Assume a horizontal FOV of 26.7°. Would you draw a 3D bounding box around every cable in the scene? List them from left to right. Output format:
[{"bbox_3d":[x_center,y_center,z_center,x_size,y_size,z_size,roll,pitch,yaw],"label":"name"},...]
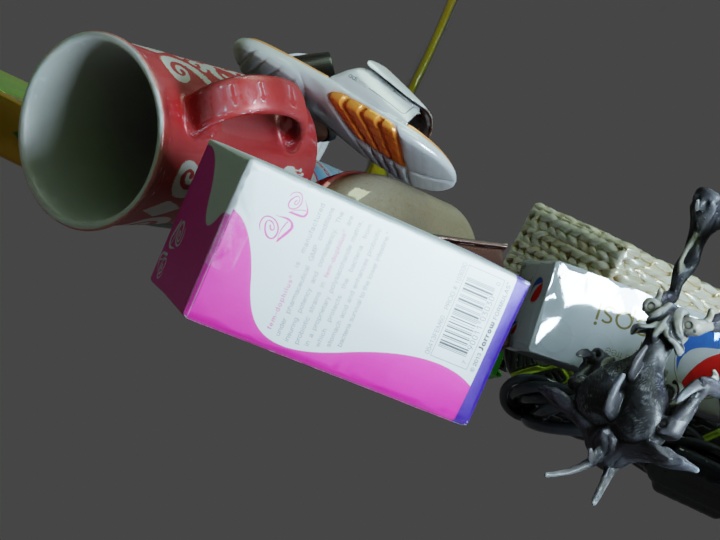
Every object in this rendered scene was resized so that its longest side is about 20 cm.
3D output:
[{"bbox_3d":[0.190,0.113,1.061,0.199,0.051,0.163,23,4,-6],"label":"cable"}]

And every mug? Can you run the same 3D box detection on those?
[{"bbox_3d":[-0.113,-0.087,1.091,0.177,0.134,0.200,19,10,31],"label":"mug"}]

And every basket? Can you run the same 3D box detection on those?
[{"bbox_3d":[0.237,0.057,1.422,0.197,0.162,0.200,24,5,-24],"label":"basket"}]

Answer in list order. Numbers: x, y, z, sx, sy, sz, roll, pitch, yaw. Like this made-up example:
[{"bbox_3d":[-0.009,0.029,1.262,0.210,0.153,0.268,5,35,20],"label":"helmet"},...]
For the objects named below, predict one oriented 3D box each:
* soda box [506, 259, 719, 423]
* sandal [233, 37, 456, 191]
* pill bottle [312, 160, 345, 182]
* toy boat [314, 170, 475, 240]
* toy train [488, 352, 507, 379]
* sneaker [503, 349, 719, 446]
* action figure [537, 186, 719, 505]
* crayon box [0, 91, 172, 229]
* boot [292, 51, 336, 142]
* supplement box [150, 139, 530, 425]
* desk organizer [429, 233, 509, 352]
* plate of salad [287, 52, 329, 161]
[{"bbox_3d":[0.204,0.055,1.086,0.199,0.068,0.064,19,-4,-15],"label":"soda box"},{"bbox_3d":[-0.004,-0.139,1.177,0.206,0.059,0.079,33,-18,11],"label":"sandal"},{"bbox_3d":[-0.070,-0.056,1.399,0.108,0.109,0.200,26,4,26],"label":"pill bottle"},{"bbox_3d":[0.000,0.000,1.208,0.130,0.131,0.200,-10,-18,33],"label":"toy boat"},{"bbox_3d":[0.046,0.043,1.332,0.199,0.042,0.056,27,15,30],"label":"toy train"},{"bbox_3d":[0.197,0.110,1.192,0.199,0.076,0.076,33,-7,1],"label":"sneaker"},{"bbox_3d":[0.191,0.058,0.919,0.119,0.201,0.102,27,-7,43],"label":"action figure"},{"bbox_3d":[-0.249,-0.101,1.322,0.199,0.052,0.126,25,4,10],"label":"crayon box"},{"bbox_3d":[-0.120,-0.129,1.307,0.199,0.069,0.188,-12,2,-3],"label":"boot"},{"bbox_3d":[-0.015,0.006,0.943,0.199,0.102,0.103,23,4,-24],"label":"supplement box"},{"bbox_3d":[0.002,0.018,1.059,0.199,0.077,0.072,7,-24,-21],"label":"desk organizer"},{"bbox_3d":[-0.101,-0.124,1.447,0.048,0.200,0.200,40,11,28],"label":"plate of salad"}]
